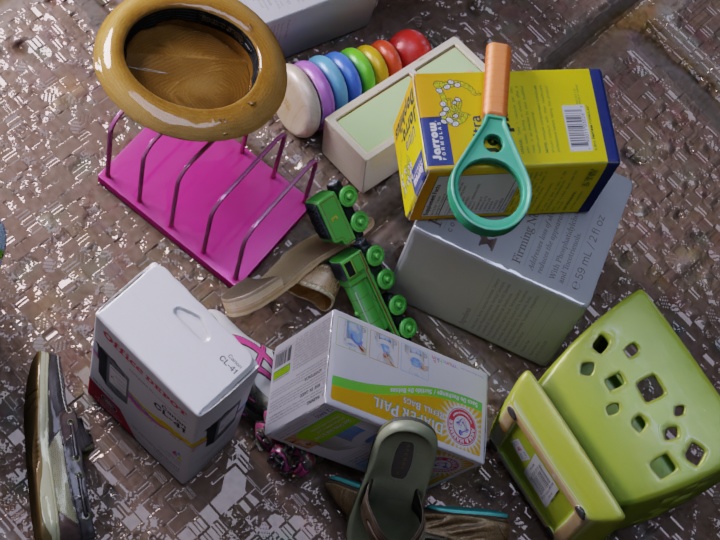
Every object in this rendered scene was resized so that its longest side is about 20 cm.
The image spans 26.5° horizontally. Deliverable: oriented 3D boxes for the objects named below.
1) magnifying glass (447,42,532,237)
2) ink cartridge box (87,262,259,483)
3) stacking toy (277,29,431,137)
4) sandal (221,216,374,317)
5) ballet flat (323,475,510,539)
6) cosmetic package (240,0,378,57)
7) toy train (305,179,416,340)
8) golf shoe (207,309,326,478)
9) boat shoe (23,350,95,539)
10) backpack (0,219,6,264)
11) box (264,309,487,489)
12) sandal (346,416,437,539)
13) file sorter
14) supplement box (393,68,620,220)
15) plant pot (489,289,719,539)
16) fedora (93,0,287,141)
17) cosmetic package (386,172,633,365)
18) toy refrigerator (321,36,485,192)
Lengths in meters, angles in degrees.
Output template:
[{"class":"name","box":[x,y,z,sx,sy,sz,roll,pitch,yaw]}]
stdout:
[{"class":"magnifying glass","box":[0.126,-0.126,1.453,0.079,0.022,0.202,9,65,-6]},{"class":"ink cartridge box","box":[-0.188,0.104,1.491,0.147,0.200,0.086,43,65,10]},{"class":"stacking toy","box":[-0.003,-0.224,1.756,0.199,0.086,0.086,-25,72,-28]},{"class":"sandal","box":[-0.058,0.017,1.640,0.211,0.077,0.070,-32,110,-37]},{"class":"ballet flat","box":[0.054,0.264,1.551,0.198,0.068,0.073,14,84,-9]},{"class":"cosmetic package","box":[-0.080,-0.303,1.757,0.199,0.102,0.074,-25,74,-22]},{"class":"toy train","box":[0.000,0.000,1.615,0.056,0.042,0.202,-33,110,-25]},{"class":"golf shoe","box":[-0.098,0.118,1.583,0.201,0.073,0.092,51,48,7]},{"class":"boat shoe","box":[-0.297,0.178,1.515,0.064,0.073,0.202,2,68,-22]},{"class":"backpack","box":[-0.459,-0.019,1.513,0.200,0.184,0.147,39,41,12]},{"class":"box","box":[0.020,0.134,1.527,0.199,0.112,0.102,24,55,-28]},{"class":"sandal","box":[0.030,0.233,1.470,0.079,0.203,0.058,2,32,-6]},{"class":"file sorter","box":[-0.161,-0.111,1.638,0.199,0.126,0.139,38,64,8]},{"class":"supplement box","box":[0.143,-0.126,1.528,0.197,0.109,0.111,-3,67,-12]},{"class":"plant pot","box":[0.249,0.169,1.555,0.180,0.200,0.200,-29,74,-15]},{"class":"fedora","box":[-0.177,-0.198,1.561,0.198,0.082,0.203,8,62,-14]},{"class":"cosmetic package","box":[0.158,-0.033,1.642,0.198,0.167,0.169,24,63,2]},{"class":"toy refrigerator","box":[0.056,-0.181,1.738,0.199,0.070,0.076,-34,66,-23]}]
